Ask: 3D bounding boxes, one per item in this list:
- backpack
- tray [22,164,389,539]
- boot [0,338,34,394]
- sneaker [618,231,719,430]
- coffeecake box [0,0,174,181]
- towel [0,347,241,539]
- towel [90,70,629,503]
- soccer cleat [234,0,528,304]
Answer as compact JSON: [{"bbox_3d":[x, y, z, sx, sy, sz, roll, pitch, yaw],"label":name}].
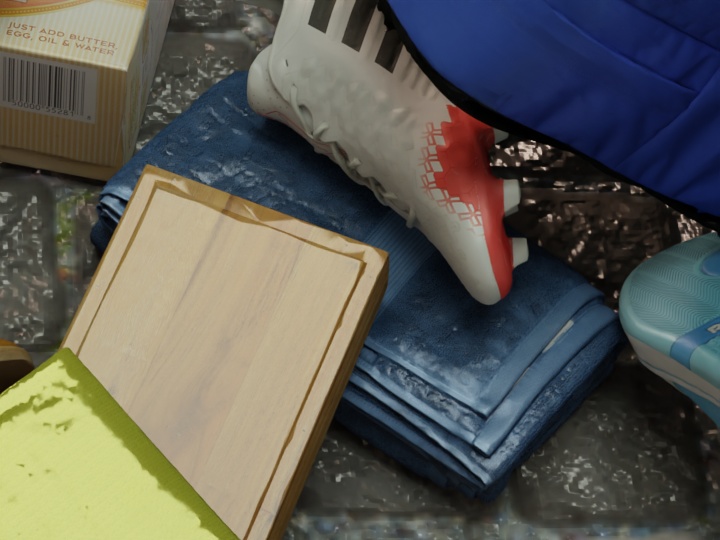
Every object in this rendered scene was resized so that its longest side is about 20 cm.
[{"bbox_3d":[0.097,-0.135,1.072,0.200,0.168,0.163,15,35,-40],"label":"backpack"},{"bbox_3d":[-0.071,0.067,1.053,0.098,0.037,0.201,20,68,8],"label":"tray"},{"bbox_3d":[-0.232,0.007,1.083,0.200,0.071,0.144,-13,61,-10],"label":"boot"},{"bbox_3d":[0.164,0.068,1.096,0.079,0.131,0.200,-24,24,-5],"label":"sneaker"},{"bbox_3d":[-0.151,-0.145,1.217,0.153,0.073,0.200,10,51,1],"label":"coffeecake box"},{"bbox_3d":[-0.071,0.121,1.002,0.086,0.018,0.200,-36,70,-21],"label":"towel"},{"bbox_3d":[0.000,0.000,1.140,0.200,0.049,0.112,32,54,17],"label":"towel"},{"bbox_3d":[0.003,-0.062,1.125,0.085,0.069,0.200,-19,58,-5],"label":"soccer cleat"}]
